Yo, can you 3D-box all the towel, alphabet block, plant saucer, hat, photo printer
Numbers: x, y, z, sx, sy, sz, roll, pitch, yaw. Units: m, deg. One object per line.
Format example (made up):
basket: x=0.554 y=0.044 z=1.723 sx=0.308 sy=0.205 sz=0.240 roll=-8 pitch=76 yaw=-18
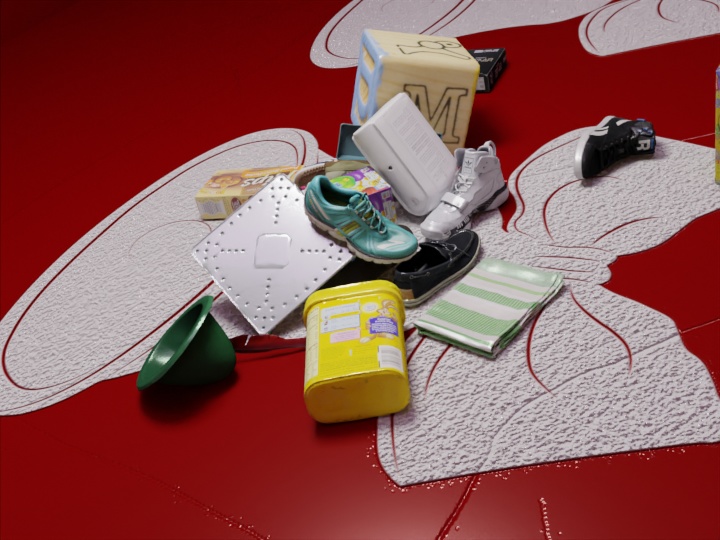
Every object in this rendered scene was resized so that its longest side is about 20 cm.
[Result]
towel: x=0.190 y=0.047 z=1.323 sx=0.152 sy=0.024 sz=0.200 roll=16 pitch=42 yaw=39
alphabet block: x=0.101 y=-0.349 z=1.765 sx=0.199 sy=0.197 sz=0.196 roll=3 pitch=31 yaw=-12
plant saucer: x=0.054 y=-0.236 z=1.695 sx=0.199 sy=0.070 sz=0.019 roll=3 pitch=21 yaw=-14
hat: x=-0.203 y=0.148 z=1.322 sx=0.200 sy=0.176 sz=0.166 roll=-36 pitch=23 yaw=37
photo printer: x=0.090 y=-0.202 z=1.601 sx=0.069 sy=0.200 sz=0.167 roll=-31 pitch=13 yaw=38

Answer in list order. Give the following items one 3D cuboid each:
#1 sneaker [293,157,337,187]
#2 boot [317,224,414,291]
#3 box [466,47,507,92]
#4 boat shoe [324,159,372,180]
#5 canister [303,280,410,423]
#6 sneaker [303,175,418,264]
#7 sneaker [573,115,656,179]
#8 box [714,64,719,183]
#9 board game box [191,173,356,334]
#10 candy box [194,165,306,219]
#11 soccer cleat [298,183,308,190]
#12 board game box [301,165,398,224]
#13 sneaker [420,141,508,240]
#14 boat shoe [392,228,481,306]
sneaker: x=-0.043 y=-0.201 z=1.749 sx=0.199 sy=0.070 sz=0.109 roll=-11 pitch=35 yaw=-15
boot: x=0.000 y=0.000 z=1.447 sx=0.199 sy=0.074 sz=0.075 roll=-30 pitch=-9 yaw=-4
box: x=0.226 y=-0.464 z=2.091 sx=0.199 sy=0.044 sz=0.160 roll=4 pitch=36 yaw=26
boat shoe: x=0.028 y=-0.170 z=1.674 sx=0.199 sy=0.063 sz=0.073 roll=0 pitch=-4 yaw=-15
canister: x=-0.007 y=0.110 z=1.241 sx=0.148 sy=0.087 sz=0.200 roll=-10 pitch=33 yaw=5
sneaker: x=-0.001 y=-0.077 z=1.374 sx=0.199 sy=0.080 sz=0.078 roll=28 pitch=51 yaw=8
sneaker: x=0.462 y=-0.222 z=1.594 sx=0.111 sy=0.073 sz=0.200 roll=9 pitch=37 yaw=34
box: x=0.667 y=-0.271 z=1.472 sx=0.121 sy=0.201 sz=0.193 roll=9 pitch=37 yaw=31
board game box: x=-0.137 y=-0.027 z=1.426 sx=0.200 sy=0.026 sz=0.200 roll=-41 pitch=67 yaw=-7
candy box: x=-0.210 y=-0.154 z=1.758 sx=0.199 sy=0.056 sz=0.116 roll=0 pitch=34 yaw=20
soccer cleat: x=-0.118 y=-0.106 z=1.641 sx=0.199 sy=0.087 sz=0.070 roll=-12 pitch=56 yaw=-39
board game box: x=-0.047 y=-0.085 z=1.544 sx=0.199 sy=0.105 sz=0.103 roll=-22 pitch=33 yaw=-12
sneaker: x=0.172 y=-0.139 z=1.534 sx=0.199 sy=0.115 sz=0.075 roll=-33 pitch=36 yaw=-28
boat shoe: x=0.122 y=-0.018 z=1.416 sx=0.074 sy=0.063 sz=0.200 roll=17 pitch=42 yaw=42
